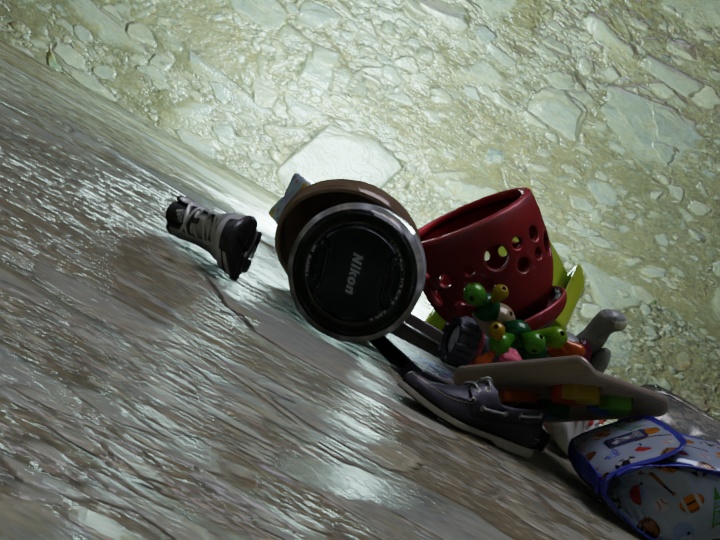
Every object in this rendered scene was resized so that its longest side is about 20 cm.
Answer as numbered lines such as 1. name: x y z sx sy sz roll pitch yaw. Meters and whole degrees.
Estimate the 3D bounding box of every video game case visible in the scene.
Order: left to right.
1. video game case: 0.120 0.144 1.601 0.199 0.026 0.181 29 5 -23

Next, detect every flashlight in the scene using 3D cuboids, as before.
1. flashlight: 0.200 0.120 1.682 0.199 0.068 0.068 22 45 -17

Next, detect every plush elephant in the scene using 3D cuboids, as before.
1. plush elephant: 0.303 0.162 1.904 0.163 0.201 0.155 14 33 -23

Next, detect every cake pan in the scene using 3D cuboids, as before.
1. cake pan: 0.075 0.092 1.838 0.199 0.037 0.200 30 4 -2

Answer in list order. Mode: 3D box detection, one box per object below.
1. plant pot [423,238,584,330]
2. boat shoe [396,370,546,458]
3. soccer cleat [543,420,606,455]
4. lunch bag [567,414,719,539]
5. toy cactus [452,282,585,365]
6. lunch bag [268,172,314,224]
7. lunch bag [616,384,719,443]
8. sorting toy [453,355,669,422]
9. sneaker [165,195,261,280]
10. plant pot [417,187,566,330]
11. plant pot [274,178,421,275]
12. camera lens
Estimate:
1. plant pot: 0.238 0.049 2.072 0.181 0.199 0.200 37 38 0
2. boat shoe: 0.124 0.141 1.398 0.199 0.063 0.073 28 3 -31
3. soccer cleat: 0.275 0.209 1.715 0.077 0.070 0.200 9 -2 21
4. lunch bag: 0.340 0.236 1.425 0.198 0.125 0.170 15 5 -5
5. toy cactus: 0.180 0.081 1.571 0.199 0.103 0.165 30 3 -23
6. lunch bag: -0.054 -0.083 2.471 0.199 0.128 0.170 35 3 -25
7. lunch bag: 0.422 0.248 1.671 0.199 0.140 0.168 29 3 1
8. sorting toy: 0.233 0.147 1.490 0.184 0.037 0.199 -9 -24 39
9. sneaker: -0.184 -0.043 1.528 0.114 0.076 0.201 21 -4 0
10. plant pot: 0.177 0.004 1.802 0.200 0.199 0.184 -127 -165 -80
11. plant pot: -0.010 -0.051 1.736 0.200 0.201 0.093 29 38 -8
12. camera lens: 0.000 0.000 1.555 0.159 0.161 0.200 30 4 3
